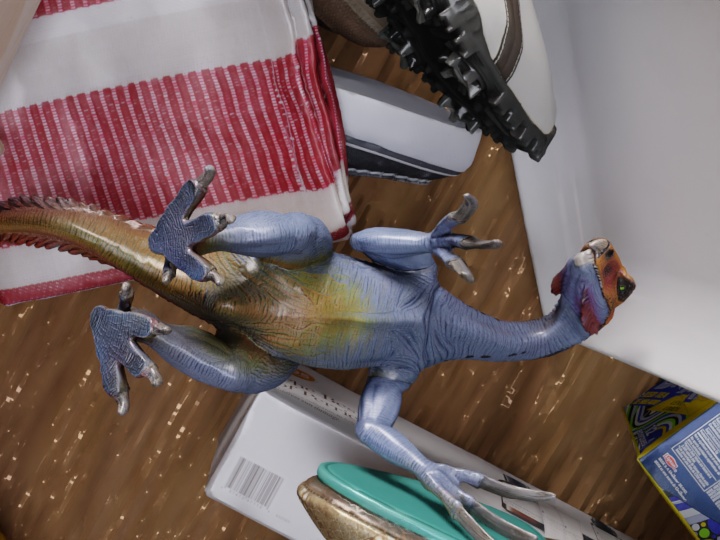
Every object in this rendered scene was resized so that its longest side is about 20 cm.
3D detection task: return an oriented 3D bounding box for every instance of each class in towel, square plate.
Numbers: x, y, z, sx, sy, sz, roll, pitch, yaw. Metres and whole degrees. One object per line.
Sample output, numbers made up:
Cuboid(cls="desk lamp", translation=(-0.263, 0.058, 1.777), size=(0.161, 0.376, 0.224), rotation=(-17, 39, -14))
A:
Cuboid(cls="towel", translation=(-0.088, -0.095, 0.714), size=(0.143, 0.023, 0.201), rotation=(-10, 98, 11))
Cuboid(cls="square plate", translation=(0.101, -0.057, 0.697), size=(0.028, 0.200, 0.199), rotation=(-15, 105, -19))

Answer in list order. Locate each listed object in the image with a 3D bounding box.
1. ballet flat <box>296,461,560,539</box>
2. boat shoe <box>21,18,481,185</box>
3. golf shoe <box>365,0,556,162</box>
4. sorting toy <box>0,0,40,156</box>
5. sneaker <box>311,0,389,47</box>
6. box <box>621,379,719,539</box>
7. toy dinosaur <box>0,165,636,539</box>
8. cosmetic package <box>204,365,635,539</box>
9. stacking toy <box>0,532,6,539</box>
Cuboid(cls="ballet flat", translation=(0.065, 0.122, 0.702), size=(0.199, 0.071, 0.066), rotation=(17, 103, -12))
Cuboid(cls="boat shoe", translation=(-0.056, -0.051, 0.760), size=(0.199, 0.072, 0.068), rotation=(12, 100, 1))
Cuboid(cls="golf shoe", translation=(0.035, -0.131, 0.678), size=(0.094, 0.078, 0.200), rotation=(-37, 118, -12))
Cuboid(cls="sorting toy", translation=(-0.168, -0.161, 0.657), size=(0.180, 0.107, 0.200), rotation=(40, 116, 20))
Cuboid(cls="sneaker", translation=(-0.066, -0.146, 0.754), size=(0.200, 0.070, 0.076), rotation=(45, 115, -2))
Cuboid(cls="box", translation=(0.188, 0.123, 0.791), size=(0.064, 0.070, 0.200), rotation=(-36, 99, 9))
Cuboid(cls="toy dinosaur", translation=(0.000, 0.000, 0.691), size=(0.200, 0.181, 0.105), rotation=(38, 115, 36))
Cuboid(cls="cosmetic package", translation=(0.040, 0.102, 0.784), size=(0.199, 0.083, 0.051), rotation=(28, 95, -5))
Cuboid(cls="stacking toy", translation=(-0.174, 0.115, 0.799), size=(0.085, 0.085, 0.200), rotation=(-44, 105, 9))
